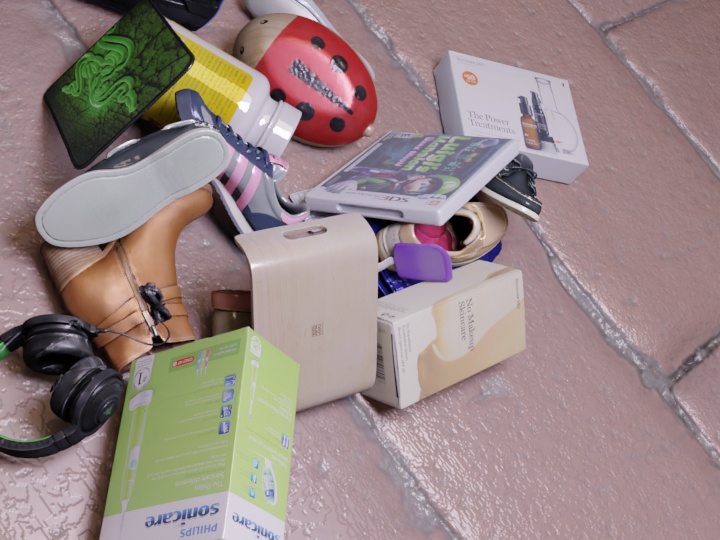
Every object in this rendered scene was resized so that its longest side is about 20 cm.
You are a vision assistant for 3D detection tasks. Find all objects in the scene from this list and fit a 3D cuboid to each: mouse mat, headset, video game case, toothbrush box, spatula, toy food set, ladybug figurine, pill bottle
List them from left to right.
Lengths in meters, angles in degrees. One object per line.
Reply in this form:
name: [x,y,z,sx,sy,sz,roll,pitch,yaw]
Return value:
headset: [-0.262,0.083,0.975,0.200,0.094,0.124,-30,66,-15]
mouse mat: [-0.253,-0.197,1.105,0.008,0.161,0.200,44,5,-39]
toothbrush box: [-0.143,0.169,0.968,0.086,0.145,0.201,43,40,-43]
pill bottle: [-0.171,-0.192,1.207,0.200,0.111,0.112,29,52,-10]
toy food set: [-0.058,0.050,1.090,0.143,0.201,0.060,-13,24,-31]
ladybug figurine: [-0.062,-0.226,1.282,0.200,0.072,0.136,34,91,-7]
spatula: [0.000,0.000,1.181,0.199,0.057,0.021,-8,43,3]
video game case: [0.062,-0.113,1.258,0.200,0.181,0.023,-41,131,-45]

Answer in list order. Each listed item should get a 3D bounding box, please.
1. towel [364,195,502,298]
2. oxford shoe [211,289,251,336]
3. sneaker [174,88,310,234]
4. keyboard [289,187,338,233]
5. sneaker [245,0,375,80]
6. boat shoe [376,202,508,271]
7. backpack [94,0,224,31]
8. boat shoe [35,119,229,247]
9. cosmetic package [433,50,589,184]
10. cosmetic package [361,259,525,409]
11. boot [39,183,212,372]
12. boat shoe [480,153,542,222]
towel: [0.076,-0.035,1.289,0.200,0.049,0.148,-38,99,-40]
oxford shoe: [-0.072,0.063,1.150,0.199,0.071,0.074,7,89,-31]
sneaker: [-0.125,-0.119,1.152,0.070,0.082,0.200,-101,165,-56]
keyboard: [0.007,-0.091,1.310,0.200,0.011,0.056,-18,72,-36]
sneaker: [-0.069,-0.282,1.344,0.200,0.073,0.071,39,47,-3]
boat shoe: [0.110,-0.044,1.240,0.200,0.069,0.074,-18,84,-40]
backpack: [-0.238,-0.389,1.245,0.199,0.183,0.147,22,54,-22]
boat shoe: [-0.224,-0.086,1.060,0.199,0.076,0.060,-23,29,-9]
cosmetic package: [0.205,-0.208,1.468,0.199,0.052,0.151,8,55,-25]
cosmetic package: [0.091,0.067,1.193,0.200,0.071,0.106,-21,114,-36]
boot: [-0.206,0.005,1.095,0.200,0.074,0.155,-29,77,-26]
boat shoe: [0.181,-0.113,1.313,0.074,0.066,0.199,31,8,-15]
